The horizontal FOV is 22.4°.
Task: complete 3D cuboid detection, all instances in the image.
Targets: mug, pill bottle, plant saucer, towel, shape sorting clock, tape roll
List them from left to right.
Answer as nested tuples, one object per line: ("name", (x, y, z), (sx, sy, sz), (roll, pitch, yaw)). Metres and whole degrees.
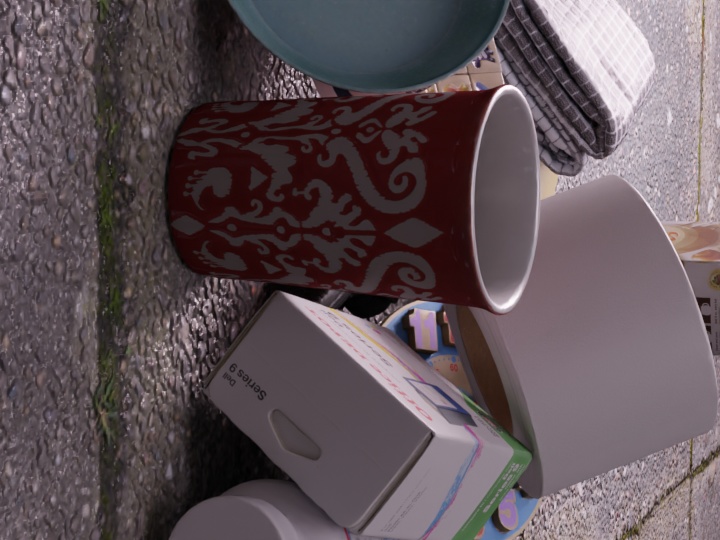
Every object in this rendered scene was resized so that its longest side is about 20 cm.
("pill bottle", (-0.043, 0.188, 1.152), (0.200, 0.108, 0.110), (23, 71, -66))
("plant saucer", (-0.002, -0.198, 1.153), (0.036, 0.199, 0.201), (130, -25, -66))
("mug", (0.003, -0.044, 1.118), (0.177, 0.199, 0.134), (3, 89, -68))
("shape sorting clock", (0.077, 0.118, 1.411), (0.199, 0.039, 0.201), (19, 58, -34))
("towel", (0.163, -0.198, 1.540), (0.200, 0.085, 0.166), (52, 35, -11))
("tape roll", (0.152, 0.048, 1.316), (0.203, 0.138, 0.204), (159, -90, -82))

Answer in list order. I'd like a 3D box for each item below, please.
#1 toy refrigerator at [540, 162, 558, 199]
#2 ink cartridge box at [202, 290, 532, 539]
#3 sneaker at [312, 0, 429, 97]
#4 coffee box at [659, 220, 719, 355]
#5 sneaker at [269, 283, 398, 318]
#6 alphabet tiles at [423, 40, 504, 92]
("toy refrigerator", (0.113, -0.029, 1.555), (0.070, 0.075, 0.201), (61, 38, -53))
("ink cartridge box", (0.009, 0.100, 1.182), (0.088, 0.145, 0.200), (-53, 156, 8))
("sneaker", (-0.001, -0.208, 1.215), (0.076, 0.080, 0.201), (-18, 94, -58))
("coffee box", (0.232, 0.011, 1.490), (0.114, 0.199, 0.080), (-39, 127, -62))
("sneaker", (-0.003, 0.000, 1.293), (0.200, 0.060, 0.105), (-67, 146, -46))
("alphabet tiles", (0.039, -0.137, 1.293), (0.166, 0.008, 0.201), (-8, 82, -38))
